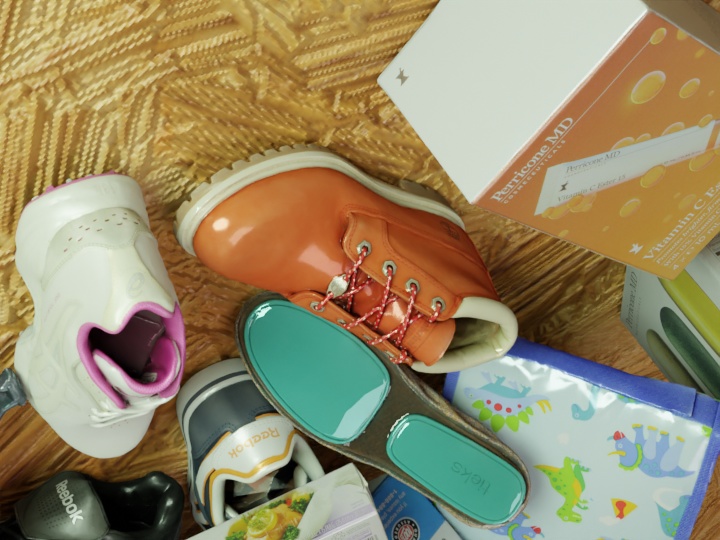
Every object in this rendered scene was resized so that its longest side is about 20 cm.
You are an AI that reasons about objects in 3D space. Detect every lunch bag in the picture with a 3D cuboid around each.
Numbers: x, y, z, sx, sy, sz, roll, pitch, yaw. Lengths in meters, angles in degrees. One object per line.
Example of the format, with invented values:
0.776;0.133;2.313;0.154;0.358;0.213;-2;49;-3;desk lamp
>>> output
0.132;0.117;0.965;0.200;0.170;0.128;91;20;-54;lunch bag

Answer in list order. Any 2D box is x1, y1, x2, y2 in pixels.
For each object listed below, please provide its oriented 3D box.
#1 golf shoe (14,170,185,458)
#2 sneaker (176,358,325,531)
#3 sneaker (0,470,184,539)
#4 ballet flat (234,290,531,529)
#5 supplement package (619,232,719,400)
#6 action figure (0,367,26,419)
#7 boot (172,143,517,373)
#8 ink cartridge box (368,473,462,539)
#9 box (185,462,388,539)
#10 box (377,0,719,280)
-0.124;0.045;0.751;0.075;0.092;0.200;-22;146;-20;golf shoe
-0.062;0.138;0.930;0.078;0.079;0.200;-28;147;-10;sneaker
-0.182;0.154;0.865;0.200;0.066;0.091;-10;137;-37;sneaker
0.009;0.079;0.883;0.068;0.200;0.067;-49;-171;4;ballet flat
0.285;0.030;0.972;0.151;0.200;0.152;-24;145;-14;supplement package
-0.255;0.114;0.721;0.200;0.105;0.193;-38;137;5;action figure
0.000;0.000;0.785;0.200;0.107;0.075;8;130;-43;boot
0.029;0.247;0.948;0.146;0.200;0.086;-44;-175;-41;ink cartridge box
-0.082;0.170;0.853;0.200;0.039;0.041;-25;139;-5;box
0.128;-0.086;0.790;0.200;0.098;0.124;16;123;-49;box
